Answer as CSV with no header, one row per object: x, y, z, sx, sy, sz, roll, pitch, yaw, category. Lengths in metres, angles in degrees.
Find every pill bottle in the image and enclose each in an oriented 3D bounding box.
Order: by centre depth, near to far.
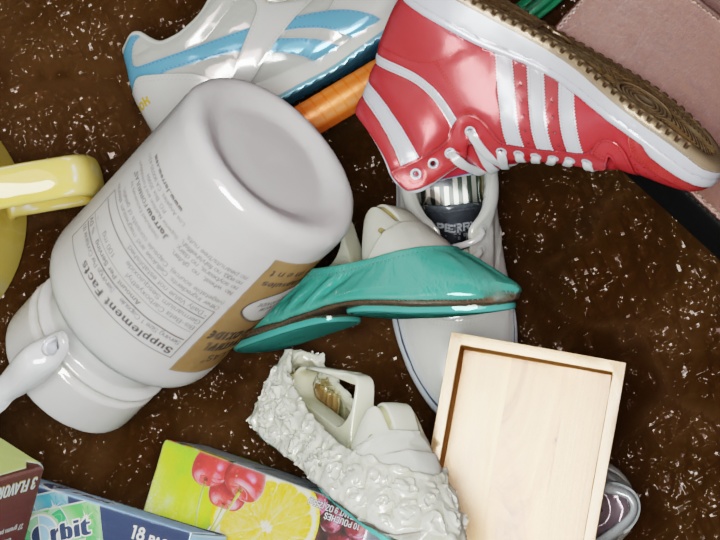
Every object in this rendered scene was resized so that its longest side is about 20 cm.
-0.105,-0.002,1.397,0.114,0.114,0.200,47,122,1,pill bottle

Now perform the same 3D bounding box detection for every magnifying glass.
0.040,-0.128,1.448,0.199,0.080,0.022,-33,75,-4,magnifying glass

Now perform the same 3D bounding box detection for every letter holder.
0.212,-0.102,1.442,0.200,0.101,0.142,43,87,1,letter holder

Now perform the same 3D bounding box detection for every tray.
0.082,0.142,1.406,0.098,0.037,0.201,10,86,7,tray

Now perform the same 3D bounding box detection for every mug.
-0.255,-0.043,1.413,0.186,0.153,0.150,-42,88,-1,mug

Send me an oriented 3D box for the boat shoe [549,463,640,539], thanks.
0.061,0.155,1.451,0.201,0.065,0.075,-13,88,0,boat shoe

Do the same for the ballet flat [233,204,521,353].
0.000,0.000,1.416,0.199,0.067,0.071,-10,82,38,ballet flat

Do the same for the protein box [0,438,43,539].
-0.303,0.160,1.352,0.198,0.135,0.201,28,112,28,protein box

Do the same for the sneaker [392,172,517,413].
0.049,-0.009,1.452,0.073,0.071,0.201,-9,89,0,sneaker

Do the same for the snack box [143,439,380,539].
-0.071,0.212,1.432,0.142,0.053,0.201,17,90,27,snack box

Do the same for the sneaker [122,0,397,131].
-0.040,-0.141,1.455,0.199,0.077,0.081,-28,88,-2,sneaker

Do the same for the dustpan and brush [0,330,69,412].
-0.230,0.089,1.416,0.200,0.057,0.140,-43,62,40,dustpan and brush

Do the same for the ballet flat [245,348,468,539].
-0.002,0.093,1.393,0.071,0.200,0.072,-12,114,-28,ballet flat

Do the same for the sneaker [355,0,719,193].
0.090,-0.070,1.367,0.199,0.071,0.113,33,107,13,sneaker

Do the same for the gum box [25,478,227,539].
-0.179,0.223,1.427,0.169,0.045,0.201,14,88,27,gum box
